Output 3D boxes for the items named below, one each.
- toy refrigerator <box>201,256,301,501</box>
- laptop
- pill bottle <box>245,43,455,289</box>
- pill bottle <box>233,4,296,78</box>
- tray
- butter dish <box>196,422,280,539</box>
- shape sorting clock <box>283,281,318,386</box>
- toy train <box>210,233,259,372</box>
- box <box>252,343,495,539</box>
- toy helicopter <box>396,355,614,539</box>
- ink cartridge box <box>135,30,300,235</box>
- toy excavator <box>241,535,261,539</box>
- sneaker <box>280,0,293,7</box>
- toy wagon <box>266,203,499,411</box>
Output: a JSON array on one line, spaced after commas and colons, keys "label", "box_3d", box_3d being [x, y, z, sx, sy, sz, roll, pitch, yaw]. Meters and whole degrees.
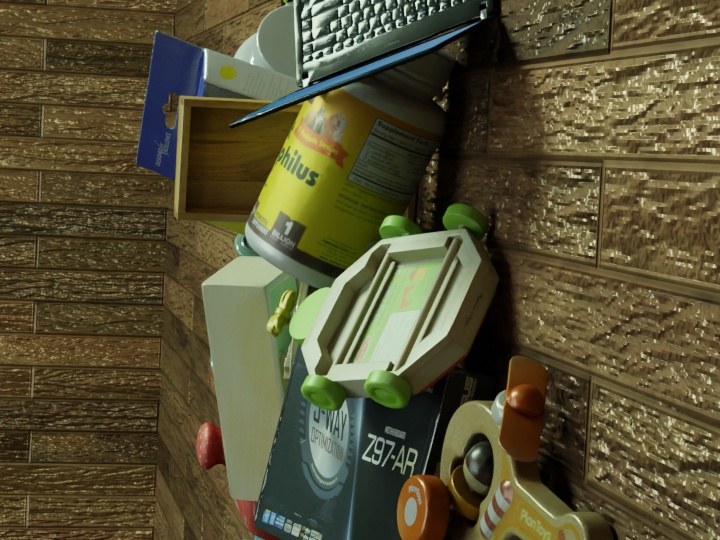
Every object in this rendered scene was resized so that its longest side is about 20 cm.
[{"label": "toy refrigerator", "box_3d": [-0.080, 0.095, 1.558, 0.076, 0.069, 0.202, -39, -53, -60]}, {"label": "laptop", "box_3d": [-0.002, -0.198, 1.282, 0.176, 0.103, 0.202, -16, 64, 30]}, {"label": "pill bottle", "box_3d": [-0.004, -0.090, 1.387, 0.201, 0.109, 0.109, -63, 18, 11]}, {"label": "pill bottle", "box_3d": [-0.071, -0.154, 1.647, 0.200, 0.110, 0.112, 115, 154, -61]}, {"label": "tray", "box_3d": [-0.052, -0.089, 1.478, 0.037, 0.198, 0.100, -138, 51, -75]}, {"label": "butter dish", "box_3d": [-0.084, 0.169, 1.712, 0.200, 0.146, 0.201, -111, 26, -62]}, {"label": "shape sorting clock", "box_3d": [-0.037, 0.078, 1.520, 0.200, 0.039, 0.202, 0, -90, -81]}, {"label": "toy train", "box_3d": [-0.074, 0.035, 1.682, 0.201, 0.113, 0.086, -78, -5, -47]}, {"label": "box", "box_3d": [0.006, 0.135, 1.305, 0.199, 0.043, 0.162, 13, 88, 56]}, {"label": "toy helicopter", "box_3d": [0.101, 0.132, 1.081, 0.200, 0.078, 0.133, -147, 68, -64]}, {"label": "ink cartridge box", "box_3d": [-0.104, -0.105, 1.588, 0.198, 0.198, 0.047, 109, 177, -55]}, {"label": "toy excavator", "box_3d": [-0.097, 0.301, 1.906, 0.200, 0.099, 0.196, -94, 12, -65]}, {"label": "sneaker", "box_3d": [-0.040, -0.253, 1.644, 0.083, 0.071, 0.200, -70, -18, -1]}, {"label": "toy wagon", "box_3d": [0.012, 0.030, 1.281, 0.199, 0.040, 0.156, -8, 47, 49]}]
